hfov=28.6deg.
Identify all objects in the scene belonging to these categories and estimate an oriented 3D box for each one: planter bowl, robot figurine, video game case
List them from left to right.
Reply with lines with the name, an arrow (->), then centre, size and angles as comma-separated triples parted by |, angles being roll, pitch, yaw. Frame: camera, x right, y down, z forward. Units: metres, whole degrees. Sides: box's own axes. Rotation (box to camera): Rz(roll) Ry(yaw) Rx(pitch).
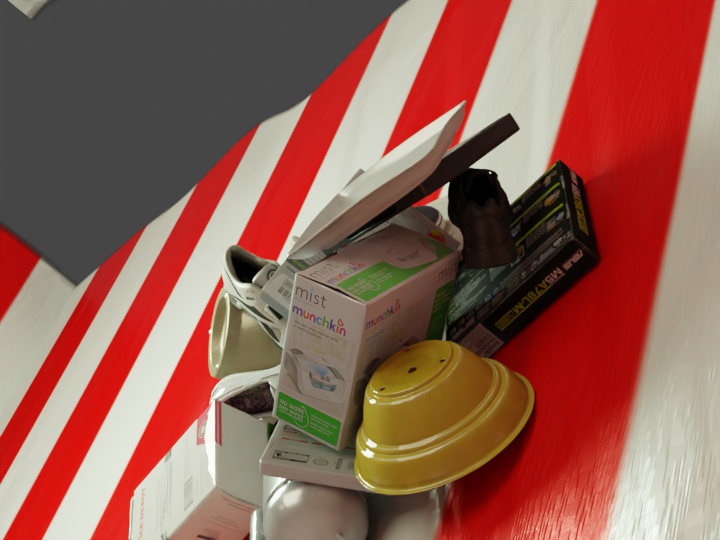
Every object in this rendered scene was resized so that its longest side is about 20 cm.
planter bowl -> -0.124, 0.089, 1.847 | 0.200, 0.134, 0.201 | -172, 90, -73
robot figurine -> -0.048, 0.247, 1.519 | 0.169, 0.113, 0.200 | -36, 21, 12
video game case -> -0.017, 0.172, 1.527 | 0.200, 0.142, 0.018 | -66, -19, -64
video game case -> 0.066, -0.097, 1.601 | 0.180, 0.026, 0.200 | -30, 5, 45
planter bowl -> 0.067, 0.128, 1.412 | 0.200, 0.084, 0.201 | -24, 21, 10

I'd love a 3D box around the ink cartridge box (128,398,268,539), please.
ink cartridge box -> -0.196, 0.279, 1.705 | 0.200, 0.085, 0.146 | -46, 30, 29

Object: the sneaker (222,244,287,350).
sneaker -> -0.099, 0.038, 1.727 | 0.074, 0.200, 0.089 | -48, -26, -22

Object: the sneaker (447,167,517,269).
sneaker -> 0.135, -0.080, 1.575 | 0.076, 0.091, 0.200 | -12, 27, -1

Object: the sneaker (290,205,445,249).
sneaker -> 0.007, -0.045, 1.770 | 0.199, 0.080, 0.078 | -25, 32, -3

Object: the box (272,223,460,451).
box -> 0.007, 0.065, 1.515 | 0.200, 0.096, 0.177 | -27, -46, -53

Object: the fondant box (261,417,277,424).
fondant box -> -0.182, 0.283, 1.866 | 0.200, 0.058, 0.145 | -31, 28, 46

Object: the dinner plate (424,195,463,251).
dinner plate -> 0.091, -0.047, 1.822 | 0.200, 0.024, 0.200 | -30, 23, 14

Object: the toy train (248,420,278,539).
toy train -> -0.105, 0.258, 1.705 | 0.056, 0.042, 0.200 | -46, 28, 31

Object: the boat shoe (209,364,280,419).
boat shoe -> -0.095, 0.146, 1.737 | 0.199, 0.072, 0.069 | -9, 22, 12

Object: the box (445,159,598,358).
box -> 0.174, -0.008, 1.586 | 0.200, 0.047, 0.193 | -45, 17, 23

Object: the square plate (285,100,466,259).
square plate -> 0.025, -0.093, 1.503 | 0.200, 0.028, 0.198 | -35, 9, 25

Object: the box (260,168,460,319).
box -> 0.000, 0.000, 1.697 | 0.200, 0.156, 0.041 | -52, -4, -17
